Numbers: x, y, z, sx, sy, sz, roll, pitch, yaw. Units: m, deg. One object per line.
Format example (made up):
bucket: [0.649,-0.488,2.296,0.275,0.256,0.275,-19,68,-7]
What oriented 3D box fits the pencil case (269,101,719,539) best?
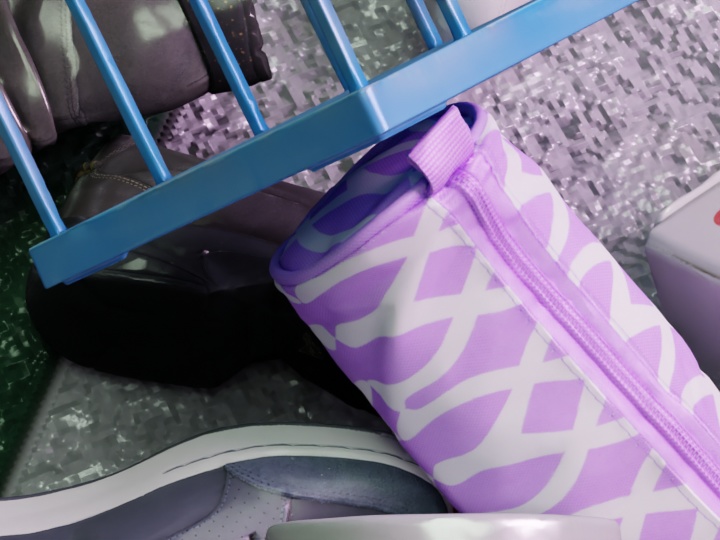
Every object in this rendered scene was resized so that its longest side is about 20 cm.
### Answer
pencil case: [0.063,0.043,0.833,0.200,0.085,0.084,46,70,-14]

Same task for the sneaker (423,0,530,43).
sneaker: [0.096,-0.138,1.000,0.099,0.078,0.200,32,63,9]

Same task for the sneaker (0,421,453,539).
sneaker: [-0.063,0.121,0.814,0.201,0.077,0.146,-12,39,-2]

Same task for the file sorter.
file sorter: [-0.008,-0.100,0.837,0.200,0.139,0.123,-30,95,-47]

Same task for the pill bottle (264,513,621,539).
pill bottle: [0.024,0.166,0.762,0.113,0.113,0.201,0,82,-5]

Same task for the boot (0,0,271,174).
boot: [-0.120,-0.113,0.961,0.131,0.070,0.200,-22,47,-6]

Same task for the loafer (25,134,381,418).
loafer: [0.000,0.000,0.915,0.199,0.073,0.073,12,55,0]

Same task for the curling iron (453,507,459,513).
curling iron: [0.053,0.138,0.865,0.049,0.026,0.201,-4,61,-4]

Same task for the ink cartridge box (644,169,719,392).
ink cartridge box: [0.205,0.014,0.867,0.146,0.083,0.200,-33,34,-21]
